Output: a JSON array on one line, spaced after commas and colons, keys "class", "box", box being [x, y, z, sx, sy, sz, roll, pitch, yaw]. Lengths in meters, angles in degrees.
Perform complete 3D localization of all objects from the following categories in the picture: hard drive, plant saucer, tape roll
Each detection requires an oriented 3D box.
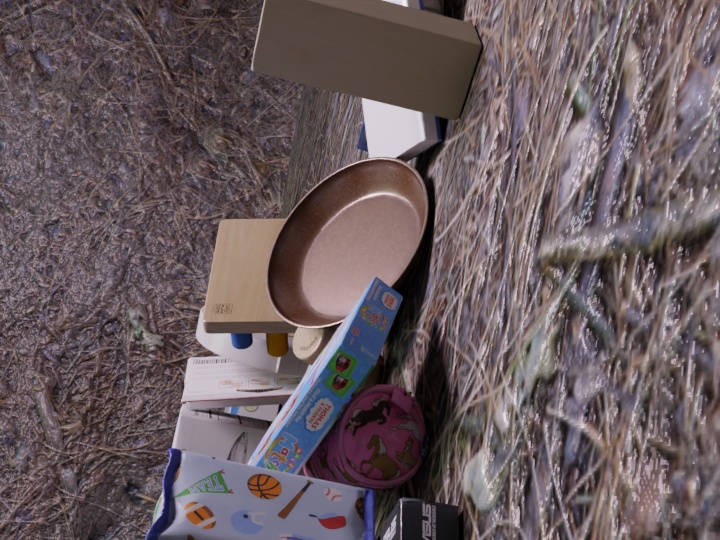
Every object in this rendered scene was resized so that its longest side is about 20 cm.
[{"class": "hard drive", "box": [0.033, -0.216, 1.051, 0.132, 0.025, 0.204, 158, 107, -65]}, {"class": "plant saucer", "box": [-0.008, -0.022, 1.020, 0.198, 0.037, 0.203, -23, 46, 25]}, {"class": "tape roll", "box": [-0.114, 0.087, 1.310, 0.203, 0.199, 0.038, -123, 47, -77]}]

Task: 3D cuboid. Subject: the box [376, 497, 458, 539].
[{"class": "box", "box": [0.021, 0.280, 0.711, 0.201, 0.043, 0.162, 111, 167, -48]}]

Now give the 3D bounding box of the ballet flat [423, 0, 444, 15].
[{"class": "ballet flat", "box": [0.061, -0.239, 1.097, 0.062, 0.066, 0.203, -128, 40, -52]}]

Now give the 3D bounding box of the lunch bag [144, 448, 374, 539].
[{"class": "lunch bag", "box": [-0.088, 0.259, 0.756, 0.124, 0.167, 0.203, -85, 11, -63]}]

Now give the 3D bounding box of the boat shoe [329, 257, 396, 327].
[{"class": "boat shoe", "box": [0.000, 0.000, 1.096, 0.201, 0.067, 0.073, -124, 16, -55]}]

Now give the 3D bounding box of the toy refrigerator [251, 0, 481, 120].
[{"class": "toy refrigerator", "box": [0.004, -0.207, 0.930, 0.070, 0.197, 0.077, -94, 18, -59]}]

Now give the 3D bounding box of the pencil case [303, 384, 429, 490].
[{"class": "pencil case", "box": [-0.001, 0.155, 0.891, 0.200, 0.085, 0.084, 130, 132, -70]}]

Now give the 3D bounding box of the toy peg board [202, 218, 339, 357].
[{"class": "toy peg board", "box": [-0.076, 0.034, 1.208, 0.201, 0.195, 0.099, -91, 0, -54]}]

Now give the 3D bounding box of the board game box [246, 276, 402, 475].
[{"class": "board game box", "box": [-0.041, 0.114, 0.844, 0.201, 0.036, 0.151, -55, 2, 21]}]

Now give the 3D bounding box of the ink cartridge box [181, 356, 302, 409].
[{"class": "ink cartridge box", "box": [-0.128, 0.153, 1.303, 0.176, 0.196, 0.046, -114, 21, -76]}]

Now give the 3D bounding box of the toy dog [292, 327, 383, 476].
[{"class": "toy dog", "box": [-0.028, 0.149, 1.024, 0.096, 0.130, 0.204, -1, 83, 50]}]

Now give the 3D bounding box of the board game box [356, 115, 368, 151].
[{"class": "board game box", "box": [0.042, -0.255, 1.202, 0.136, 0.034, 0.203, -74, -1, -64]}]

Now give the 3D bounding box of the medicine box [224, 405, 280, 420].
[{"class": "medicine box", "box": [-0.230, 0.323, 2.051, 0.200, 0.101, 0.185, 148, 133, -77]}]

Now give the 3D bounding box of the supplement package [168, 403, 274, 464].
[{"class": "supplement package", "box": [-0.149, 0.255, 1.316, 0.117, 0.197, 0.119, 173, 108, -80]}]
